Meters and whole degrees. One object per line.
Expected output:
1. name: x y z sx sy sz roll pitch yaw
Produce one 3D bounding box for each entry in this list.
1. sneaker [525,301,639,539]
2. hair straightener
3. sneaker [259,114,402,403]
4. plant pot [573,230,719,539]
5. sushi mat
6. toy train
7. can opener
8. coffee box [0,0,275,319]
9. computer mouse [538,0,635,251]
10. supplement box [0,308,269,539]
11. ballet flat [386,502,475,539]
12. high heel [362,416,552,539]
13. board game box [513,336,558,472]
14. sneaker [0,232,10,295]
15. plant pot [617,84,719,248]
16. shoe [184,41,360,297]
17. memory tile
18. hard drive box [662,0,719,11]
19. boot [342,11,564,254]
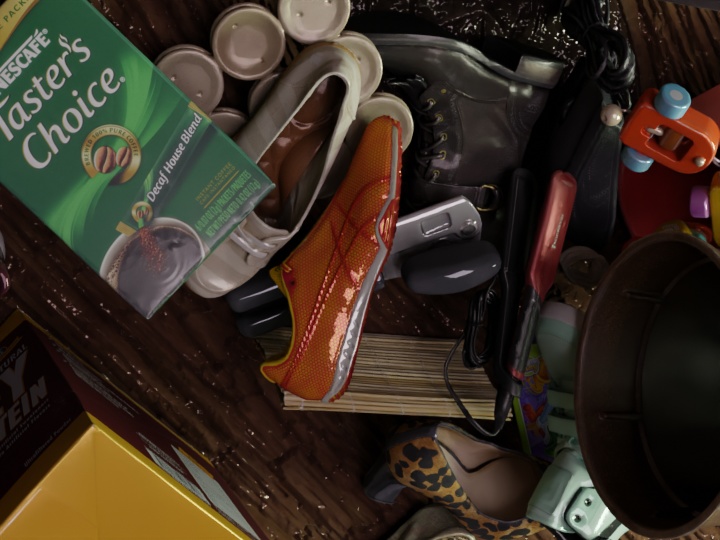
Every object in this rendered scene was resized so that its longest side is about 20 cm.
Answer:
1. sneaker: 0.163 0.129 0.983 0.118 0.073 0.201 -40 113 -27
2. hair straightener: 0.106 0.022 0.967 0.041 0.077 0.202 10 90 -49
3. sneaker: -0.018 -0.011 0.879 0.076 0.073 0.202 18 90 1
4. plant pot: 0.283 0.084 0.893 0.196 0.200 0.202 6 104 -23
5. sushi mat: 0.017 0.076 0.979 0.198 0.096 0.012 6 120 -29
6. toy train: 0.227 -0.053 0.942 0.201 0.149 0.056 108 8 -51
7. can opener: 0.000 0.000 0.937 0.198 0.067 0.053 -17 128 0
8. coffee box: -0.166 -0.080 0.815 0.200 0.044 0.123 45 86 -5
9. computer mouse: 0.164 -0.104 0.993 0.052 0.139 0.202 -5 124 -3
10. supplement box: -0.176 0.161 0.844 0.133 0.200 0.197 -48 121 -5
11. ballet flat: 0.013 0.269 1.059 0.200 0.062 0.068 -44 121 -7
12. high heel: 0.109 0.158 1.005 0.198 0.143 0.072 6 64 -11
13. board game box: 0.224 0.098 1.053 0.198 0.045 0.136 -7 116 18
14. sneaker: -0.304 0.000 0.773 0.198 0.115 0.076 -6 110 -26
15. plant pot: 0.335 -0.078 1.047 0.177 0.200 0.202 -38 120 -23
16. shoe: -0.063 -0.061 0.870 0.070 0.053 0.201 25 108 -23
17. memory tile: -0.074 -0.101 0.888 0.199 0.017 0.154 -30 119 4
18. hard drive box: 0.304 -0.294 0.966 0.077 0.156 0.201 37 88 -31
19. boot: 0.055 -0.090 0.961 0.198 0.069 0.176 9 111 -22
